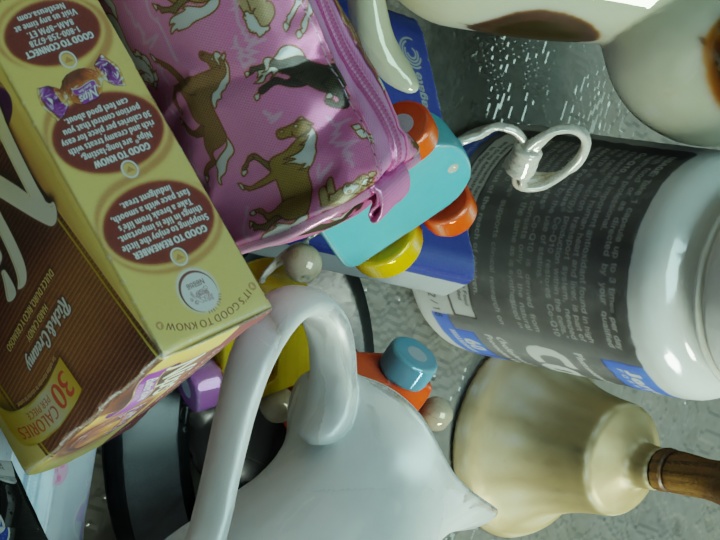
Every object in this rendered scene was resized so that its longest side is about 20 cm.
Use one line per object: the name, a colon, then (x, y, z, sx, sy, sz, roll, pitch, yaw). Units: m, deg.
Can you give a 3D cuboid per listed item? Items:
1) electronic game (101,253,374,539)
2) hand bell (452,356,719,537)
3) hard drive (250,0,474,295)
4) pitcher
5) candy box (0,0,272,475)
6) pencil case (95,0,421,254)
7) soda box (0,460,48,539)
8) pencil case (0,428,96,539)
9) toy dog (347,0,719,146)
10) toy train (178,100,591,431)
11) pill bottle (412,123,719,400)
electronic game: (-0.050, 0.056, 1.102, 0.200, 0.042, 0.200, -13, 105, -60)
hand bell: (0.151, 0.097, 1.218, 0.104, 0.200, 0.104, -12, 106, -44)
hard drive: (-0.038, -0.067, 1.079, 0.200, 0.025, 0.132, 13, 57, -45)
pitcher: (-0.041, 0.120, 0.967, 0.200, 0.121, 0.172, -56, 139, -28)
candy box: (-0.123, -0.041, 0.913, 0.056, 0.117, 0.200, -25, 81, -39)
pencil case: (-0.052, -0.102, 0.903, 0.083, 0.087, 0.200, -25, 95, -13)
soda box: (-0.188, 0.152, 0.915, 0.071, 0.063, 0.200, 11, 128, -45)
pencil case: (-0.146, 0.108, 0.996, 0.083, 0.091, 0.200, 7, 87, -11)
toy dog: (0.110, -0.136, 1.108, 0.200, 0.140, 0.194, 33, 68, -7)
toy train: (0.000, 0.000, 1.035, 0.150, 0.056, 0.200, 0, 133, -40)
pill bottle: (0.128, -0.003, 1.175, 0.114, 0.200, 0.114, -11, 106, -43)
